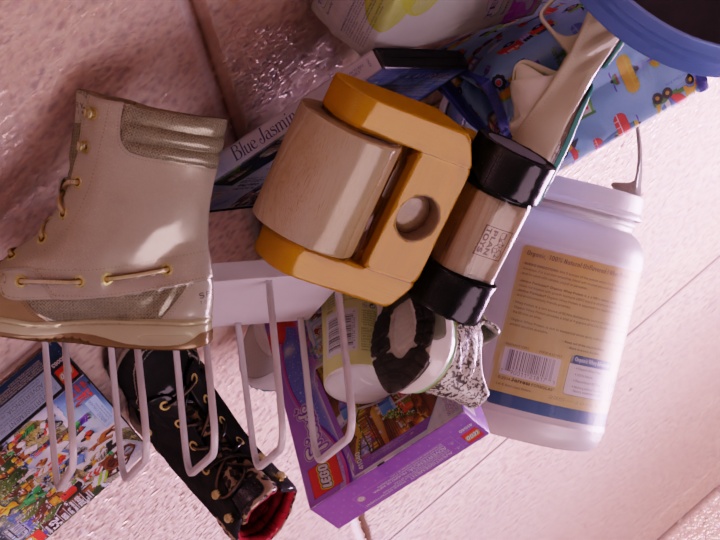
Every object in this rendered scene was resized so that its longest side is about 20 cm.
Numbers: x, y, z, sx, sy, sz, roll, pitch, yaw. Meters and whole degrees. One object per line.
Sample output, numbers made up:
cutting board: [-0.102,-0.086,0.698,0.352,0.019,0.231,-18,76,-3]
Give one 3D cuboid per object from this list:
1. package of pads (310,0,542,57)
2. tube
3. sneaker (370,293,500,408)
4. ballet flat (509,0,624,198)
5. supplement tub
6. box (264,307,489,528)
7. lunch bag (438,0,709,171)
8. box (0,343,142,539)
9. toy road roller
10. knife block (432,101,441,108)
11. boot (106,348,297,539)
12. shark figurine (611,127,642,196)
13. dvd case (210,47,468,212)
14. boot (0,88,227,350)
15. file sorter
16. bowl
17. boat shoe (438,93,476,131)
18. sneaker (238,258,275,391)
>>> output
package of pads: [0.070,-0.228,1.565,0.199,0.068,0.155,-20,148,-46]
tube: [0.000,0.000,1.683,0.058,0.201,0.052,23,138,-30]
sneaker: [0.057,0.019,1.632,0.088,0.201,0.077,34,132,-31]
ballet flat: [0.138,-0.140,1.562,0.201,0.069,0.069,-60,157,5]
supplement tub: [0.138,0.028,1.806,0.144,0.144,0.201,11,94,-65]
box: [0.007,0.070,1.693,0.136,0.201,0.039,-33,135,18]
lunch bag: [0.135,-0.161,1.694,0.150,0.200,0.094,-29,117,-5]
box: [-0.242,0.138,1.737,0.136,0.038,0.200,-41,159,-6]
toy road roller: [0.013,-0.058,1.517,0.199,0.146,0.123,17,105,-35]
knife block: [0.134,-0.132,1.873,0.176,0.064,0.200,-48,159,10]
boot: [-0.119,0.123,1.772,0.073,0.151,0.200,-36,158,-18]
shark figurine: [0.164,-0.036,1.915,0.214,0.128,0.090,-28,131,-8]
dvd case: [-0.033,-0.095,1.604,0.199,0.018,0.142,-32,171,25]
boot: [-0.184,-0.035,1.440,0.072,0.198,0.156,-105,-159,-81]
file sorter: [-0.111,0.071,1.566,0.199,0.125,0.139,-5,168,-14]
bowl: [0.211,-0.210,1.510,0.200,0.201,0.039,-26,162,-37]
boat shoe: [0.131,-0.142,1.794,0.200,0.062,0.073,-41,122,-38]
sneaker: [-0.049,0.014,1.822,0.080,0.077,0.200,7,130,-40]
